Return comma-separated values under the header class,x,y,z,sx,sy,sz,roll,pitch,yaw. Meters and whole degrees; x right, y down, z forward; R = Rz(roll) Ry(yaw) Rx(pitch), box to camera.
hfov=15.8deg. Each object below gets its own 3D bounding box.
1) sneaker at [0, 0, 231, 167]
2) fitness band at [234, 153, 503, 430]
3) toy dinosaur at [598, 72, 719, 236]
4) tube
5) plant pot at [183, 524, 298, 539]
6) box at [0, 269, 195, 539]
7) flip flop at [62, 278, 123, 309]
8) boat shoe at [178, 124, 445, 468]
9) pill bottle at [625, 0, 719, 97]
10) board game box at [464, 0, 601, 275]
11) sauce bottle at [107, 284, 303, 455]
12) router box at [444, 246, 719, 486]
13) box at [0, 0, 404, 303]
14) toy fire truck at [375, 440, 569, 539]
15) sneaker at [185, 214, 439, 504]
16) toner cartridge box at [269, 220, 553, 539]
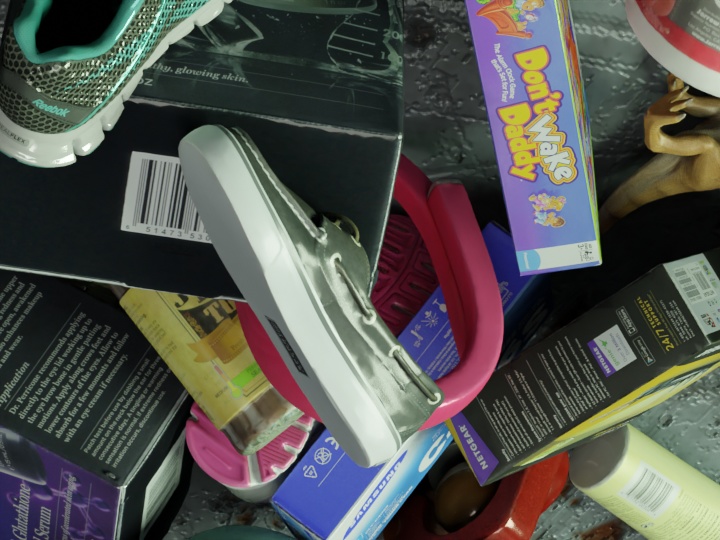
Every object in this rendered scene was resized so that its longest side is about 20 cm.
class,x,y,z,sx,sy,sz,roll,pitch,yaw
sneaker,-0.101,-0.140,1.177,0.077,0.200,0.091,29,158,4
fitness band,0.000,0.000,1.375,0.143,0.200,0.037,2,142,-25
toy dinosaur,0.186,-0.063,1.430,0.199,0.061,0.106,-22,128,18
tube,0.214,0.160,1.628,0.200,0.052,0.058,35,164,-29
plant pot,-0.069,0.222,1.437,0.199,0.135,0.200,15,144,11
box,-0.198,0.078,1.461,0.199,0.104,0.148,25,145,10
flip flop,-0.128,0.030,1.513,0.200,0.058,0.081,30,93,-6
boat shoe,-0.022,0.005,1.236,0.057,0.069,0.200,-36,120,-14
pill bottle,0.218,-0.190,1.290,0.110,0.111,0.200,15,128,-12
board game box,0.086,-0.117,1.337,0.045,0.135,0.200,-8,130,8
sauce bottle,-0.101,0.005,1.384,0.065,0.065,0.200,-41,87,29
router box,0.153,0.046,1.444,0.157,0.200,0.052,-35,80,26
box,-0.083,-0.095,1.317,0.199,0.197,0.124,8,128,-6
toy fire truck,0.039,0.151,1.539,0.200,0.168,0.112,-32,123,25
sneaker,-0.026,0.051,1.473,0.081,0.200,0.088,37,160,15
toner cartridge box,0.032,0.073,1.456,0.043,0.200,0.095,36,170,17
